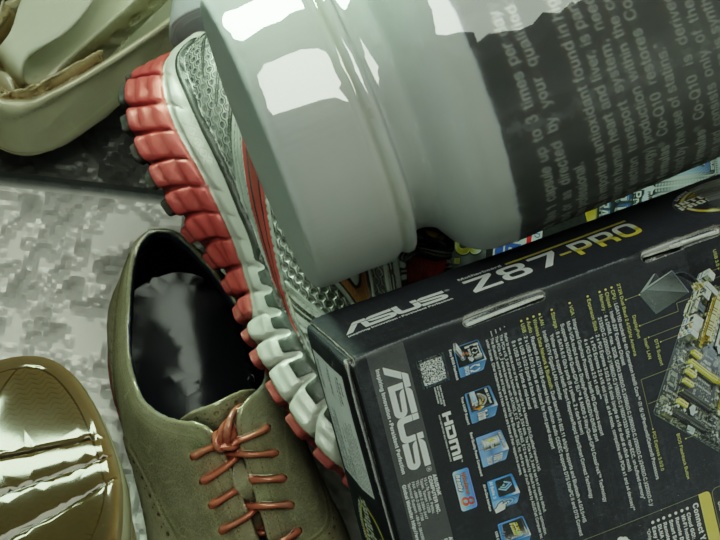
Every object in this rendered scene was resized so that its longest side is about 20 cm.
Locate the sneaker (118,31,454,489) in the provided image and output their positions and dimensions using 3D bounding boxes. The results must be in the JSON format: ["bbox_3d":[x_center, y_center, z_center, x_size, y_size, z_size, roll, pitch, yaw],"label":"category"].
[{"bbox_3d":[0.000,0.000,0.947,0.082,0.078,0.201,-33,80,14],"label":"sneaker"}]

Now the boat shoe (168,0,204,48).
[{"bbox_3d":[0.031,-0.110,1.000,0.199,0.074,0.066,-7,60,12],"label":"boat shoe"}]

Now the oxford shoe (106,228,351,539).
[{"bbox_3d":[-0.043,0.078,0.956,0.070,0.075,0.201,-23,64,-8],"label":"oxford shoe"}]

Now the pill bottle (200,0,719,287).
[{"bbox_3d":[0.060,-0.075,0.881,0.199,0.113,0.114,-23,65,-6],"label":"pill bottle"}]

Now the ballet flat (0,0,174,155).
[{"bbox_3d":[-0.063,-0.116,1.039,0.200,0.069,0.070,-40,70,-3],"label":"ballet flat"}]

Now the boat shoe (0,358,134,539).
[{"bbox_3d":[-0.096,0.120,0.933,0.072,0.065,0.201,-18,55,-3],"label":"boat shoe"}]

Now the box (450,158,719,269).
[{"bbox_3d":[0.077,-0.068,1.019,0.159,0.044,0.201,-6,63,25],"label":"box"}]

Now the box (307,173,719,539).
[{"bbox_3d":[0.084,0.086,0.909,0.160,0.049,0.201,-19,109,-12],"label":"box"}]
